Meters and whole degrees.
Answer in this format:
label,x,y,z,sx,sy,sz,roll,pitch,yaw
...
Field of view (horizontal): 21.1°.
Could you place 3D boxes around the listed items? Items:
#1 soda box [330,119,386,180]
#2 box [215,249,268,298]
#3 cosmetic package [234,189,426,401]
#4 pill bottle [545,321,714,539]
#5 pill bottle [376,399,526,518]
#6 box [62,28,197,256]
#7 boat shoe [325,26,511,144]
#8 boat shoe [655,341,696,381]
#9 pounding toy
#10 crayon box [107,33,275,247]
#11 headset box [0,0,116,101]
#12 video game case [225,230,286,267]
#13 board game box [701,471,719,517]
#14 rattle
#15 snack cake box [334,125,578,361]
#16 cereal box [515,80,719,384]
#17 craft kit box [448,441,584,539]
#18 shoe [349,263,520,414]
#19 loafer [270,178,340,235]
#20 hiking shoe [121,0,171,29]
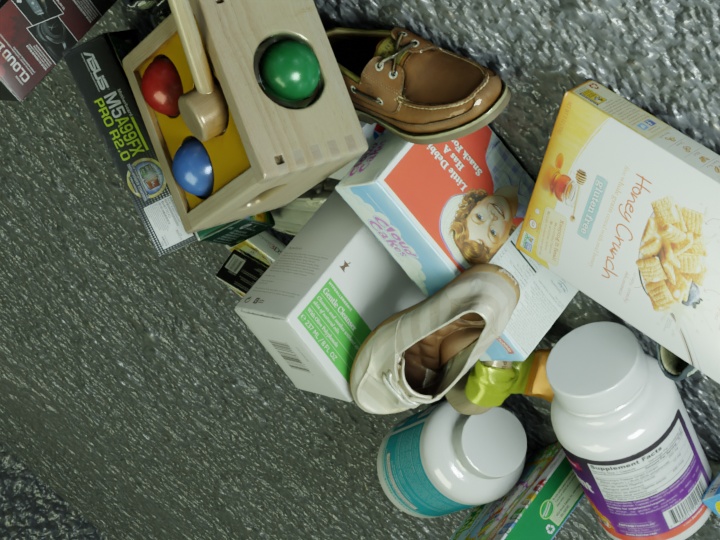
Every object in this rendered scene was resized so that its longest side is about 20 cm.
label,x,y,z,sx,sy,sz,roll,pitch,yaw
soda box,-0.037,-0.127,1.653,0.200,0.068,0.064,16,146,45
box,-0.048,0.048,1.864,0.110,0.035,0.200,41,172,-37
cosmetic package,0.000,0.000,1.654,0.085,0.200,0.108,9,145,52
pill bottle,0.228,0.140,1.663,0.111,0.111,0.200,19,149,42
pill bottle,0.097,0.187,1.957,0.111,0.111,0.200,43,158,-5
box,-0.193,-0.120,1.767,0.160,0.044,0.201,-55,-59,-80
boat shoe,0.030,-0.149,1.501,0.200,0.072,0.068,11,144,50
boat shoe,0.253,0.015,1.458,0.075,0.062,0.200,40,157,21
pounding toy,-0.106,-0.147,1.527,0.200,0.142,0.185,-29,81,58
crayon box,-0.148,-0.124,1.729,0.201,0.051,0.126,65,-172,5
headset box,-0.305,-0.231,1.717,0.149,0.200,0.077,10,143,52
video game case,-0.049,0.018,1.911,0.182,0.023,0.200,37,174,-5
board game box,0.407,0.217,1.591,0.200,0.056,0.196,41,157,-1
rattle,0.129,0.059,1.781,0.200,0.142,0.131,-160,59,-71
snack cake box,0.087,-0.035,1.562,0.200,0.115,0.067,50,155,-19
cereal box,0.214,-0.027,1.385,0.200,0.039,0.144,35,129,27
craft kit box,0.140,0.260,1.910,0.048,0.200,0.198,41,156,-1
shoe,0.050,0.064,1.535,0.070,0.053,0.200,35,133,-12
loafer,-0.061,-0.059,1.815,0.200,0.070,0.070,12,141,53
hiking shoe,-0.161,-0.242,1.579,0.076,0.100,0.200,59,156,11
